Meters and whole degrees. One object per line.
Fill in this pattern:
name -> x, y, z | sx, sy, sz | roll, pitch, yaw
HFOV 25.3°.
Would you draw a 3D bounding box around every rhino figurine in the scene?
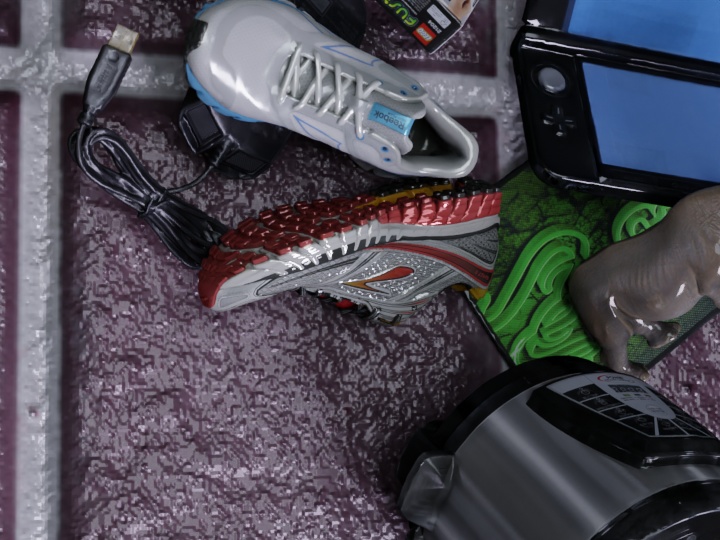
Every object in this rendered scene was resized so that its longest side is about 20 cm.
rhino figurine -> 0.215, -0.008, 0.984 | 0.087, 0.199, 0.060 | 46, 32, -16

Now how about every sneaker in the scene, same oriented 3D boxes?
sneaker -> 0.000, 0.000, 0.949 | 0.198, 0.078, 0.083 | -11, 107, -23
sneaker -> -0.009, -0.102, 0.919 | 0.199, 0.086, 0.076 | 18, 95, -37

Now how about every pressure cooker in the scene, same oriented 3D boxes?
pressure cooker -> 0.122, 0.149, 0.925 | 0.178, 0.200, 0.177 | -33, 128, -9

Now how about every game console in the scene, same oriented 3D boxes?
game console -> 0.207, -0.140, 1.011 | 0.198, 0.117, 0.177 | 8, 52, -16

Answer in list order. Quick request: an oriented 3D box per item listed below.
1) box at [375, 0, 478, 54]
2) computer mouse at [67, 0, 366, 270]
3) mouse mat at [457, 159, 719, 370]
box -> 0.001, -0.236, 0.974 | 0.200, 0.035, 0.110 | 44, 44, -11
computer mouse -> -0.090, -0.114, 0.940 | 0.140, 0.046, 0.201 | 36, 82, -35
mouse mat -> 0.160, -0.011, 1.050 | 0.199, 0.008, 0.162 | -36, 97, -18
